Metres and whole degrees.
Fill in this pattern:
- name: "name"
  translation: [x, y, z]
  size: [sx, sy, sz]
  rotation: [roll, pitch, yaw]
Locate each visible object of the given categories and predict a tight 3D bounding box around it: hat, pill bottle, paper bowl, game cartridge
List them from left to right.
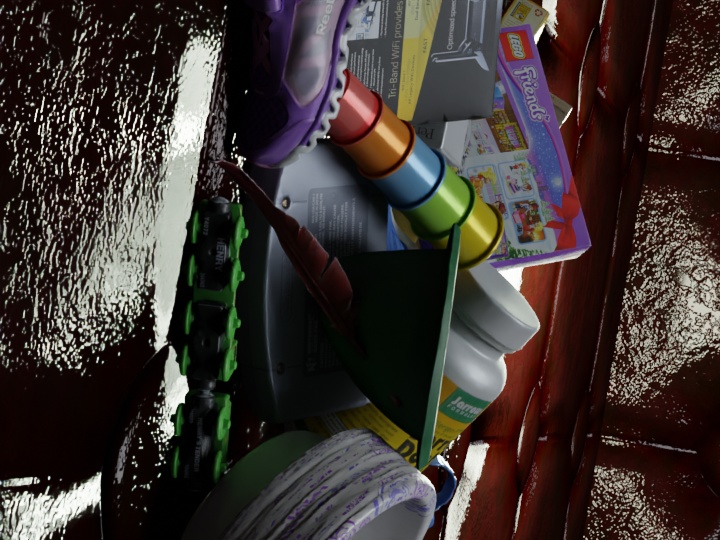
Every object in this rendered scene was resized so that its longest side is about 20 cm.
- name: "paper bowl"
  translation: [-0.049, 0.193, 1.394]
  size: [0.201, 0.104, 0.201]
  rotation: [-42, 158, -22]
- name: "game cartridge"
  translation: [-0.035, 0.005, 1.449]
  size: [0.133, 0.040, 0.202]
  rotation: [-8, 103, -52]
- name: "hat"
  translation: [-0.025, 0.030, 1.416]
  size: [0.166, 0.175, 0.202]
  rotation: [-84, -178, -84]
- name: "pill bottle"
  translation: [0.042, 0.084, 1.565]
  size: [0.200, 0.113, 0.113]
  rotation: [-46, 172, 15]

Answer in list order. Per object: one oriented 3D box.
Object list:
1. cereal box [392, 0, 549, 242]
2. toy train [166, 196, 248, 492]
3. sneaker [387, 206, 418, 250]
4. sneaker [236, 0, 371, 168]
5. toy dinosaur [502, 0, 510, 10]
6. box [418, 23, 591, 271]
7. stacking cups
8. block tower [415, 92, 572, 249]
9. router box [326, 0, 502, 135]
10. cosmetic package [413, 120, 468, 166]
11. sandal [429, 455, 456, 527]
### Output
- name: "cereal box"
  translation: [0.092, -0.131, 1.771]
  size: [0.201, 0.039, 0.144]
  rotation: [-56, 175, -26]
- name: "toy train"
  translation: [-0.099, 0.047, 1.334]
  size: [0.056, 0.041, 0.202]
  rotation: [-60, 157, -76]
- name: "sneaker"
  translation: [-0.001, 0.000, 1.593]
  size: [0.201, 0.076, 0.112]
  rotation: [80, 24, -52]
- name: "sneaker"
  translation: [-0.047, -0.168, 1.338]
  size: [0.088, 0.080, 0.201]
  rotation: [13, 104, -43]
- name: "toy dinosaur"
  translation: [0.076, -0.253, 1.720]
  size: [0.077, 0.102, 0.201]
  rotation: [96, 20, -54]
- name: "box"
  translation: [0.100, -0.098, 1.659]
  size: [0.039, 0.136, 0.201]
  rotation: [135, -56, -66]
- name: "stacking cups"
  translation: [0.030, -0.080, 1.442]
  size: [0.200, 0.060, 0.061]
  rotation: [46, 50, -40]
- name: "block tower"
  translation: [0.116, -0.079, 1.783]
  size: [0.200, 0.054, 0.058]
  rotation: [-55, 177, -30]
- name: "router box"
  translation: [0.028, -0.205, 1.457]
  size: [0.156, 0.052, 0.202]
  rotation: [-8, 113, -31]
- name: "cosmetic package"
  translation: [0.044, -0.192, 1.598]
  size: [0.071, 0.101, 0.202]
  rotation: [31, 68, -73]
- name: "sandal"
  translation: [0.028, 0.215, 1.822]
  size: [0.200, 0.086, 0.080]
  rotation: [-58, 155, -52]
